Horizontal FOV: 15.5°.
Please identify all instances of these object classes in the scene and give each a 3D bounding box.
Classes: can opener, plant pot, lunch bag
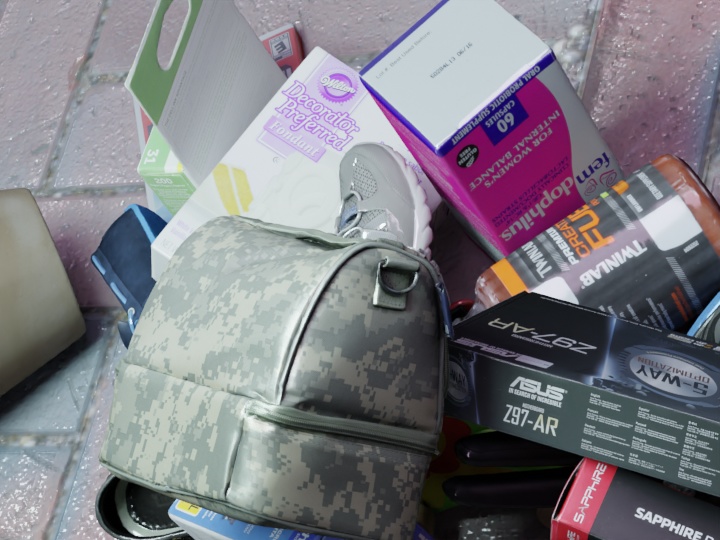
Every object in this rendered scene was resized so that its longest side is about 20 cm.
[{"bbox_3d":[0.133,0.117,1.599,0.200,0.063,0.079,-9,23,-34],"label":"can opener"},{"bbox_3d":[-0.303,0.024,1.948,0.173,0.200,0.200,-23,47,-9],"label":"plant pot"},{"bbox_3d":[-0.042,0.056,1.517,0.200,0.139,0.168,12,91,57],"label":"lunch bag"}]

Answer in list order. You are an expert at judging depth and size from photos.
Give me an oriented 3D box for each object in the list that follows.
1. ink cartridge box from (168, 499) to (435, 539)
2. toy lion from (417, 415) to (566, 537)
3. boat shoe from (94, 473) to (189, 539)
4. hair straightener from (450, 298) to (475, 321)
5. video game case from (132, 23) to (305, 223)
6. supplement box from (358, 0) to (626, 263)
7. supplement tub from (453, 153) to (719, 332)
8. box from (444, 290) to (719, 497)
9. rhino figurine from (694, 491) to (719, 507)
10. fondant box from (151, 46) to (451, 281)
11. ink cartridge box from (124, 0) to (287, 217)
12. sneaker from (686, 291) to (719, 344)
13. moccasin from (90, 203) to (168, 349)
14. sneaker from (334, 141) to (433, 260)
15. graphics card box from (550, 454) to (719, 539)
[{"bbox_3d":[-0.010,0.181,1.648,0.076,0.136,0.200,-53,29,-13],"label":"ink cartridge box"},{"bbox_3d":[0.043,0.102,1.677,0.200,0.192,0.069,-6,55,25],"label":"toy lion"},{"bbox_3d":[-0.085,0.137,1.793,0.201,0.063,0.074,-21,86,19],"label":"boat shoe"},{"bbox_3d":[0.003,0.094,1.806,0.200,0.041,0.077,-26,48,11],"label":"hair straightener"},{"bbox_3d":[-0.098,-0.087,2.011,0.143,0.017,0.200,-22,50,13],"label":"video game case"},{"bbox_3d":[0.099,-0.081,1.774,0.101,0.200,0.103,-41,49,-3],"label":"supplement box"},{"bbox_3d":[0.150,0.018,1.733,0.200,0.107,0.107,-34,48,0],"label":"supplement tub"},{"bbox_3d":[0.155,0.070,1.556,0.200,0.160,0.044,16,106,22],"label":"box"},{"bbox_3d":[0.166,0.201,1.627,0.200,0.060,0.087,-39,42,-11],"label":"rhino figurine"},{"bbox_3d":[-0.032,-0.040,1.860,0.144,0.058,0.200,33,67,12],"label":"fondant box"},{"bbox_3d":[-0.121,-0.129,1.906,0.048,0.200,0.146,0,57,29],"label":"ink cartridge box"},{"bbox_3d":[0.261,0.010,1.656,0.083,0.071,0.200,-123,52,-65],"label":"sneaker"},{"bbox_3d":[-0.138,0.040,1.905,0.068,0.080,0.200,-41,43,13],"label":"moccasin"},{"bbox_3d":[0.000,0.000,1.757,0.075,0.082,0.200,130,142,-53],"label":"sneaker"},{"bbox_3d":[0.208,0.182,1.527,0.200,0.126,0.051,22,67,13],"label":"graphics card box"}]
